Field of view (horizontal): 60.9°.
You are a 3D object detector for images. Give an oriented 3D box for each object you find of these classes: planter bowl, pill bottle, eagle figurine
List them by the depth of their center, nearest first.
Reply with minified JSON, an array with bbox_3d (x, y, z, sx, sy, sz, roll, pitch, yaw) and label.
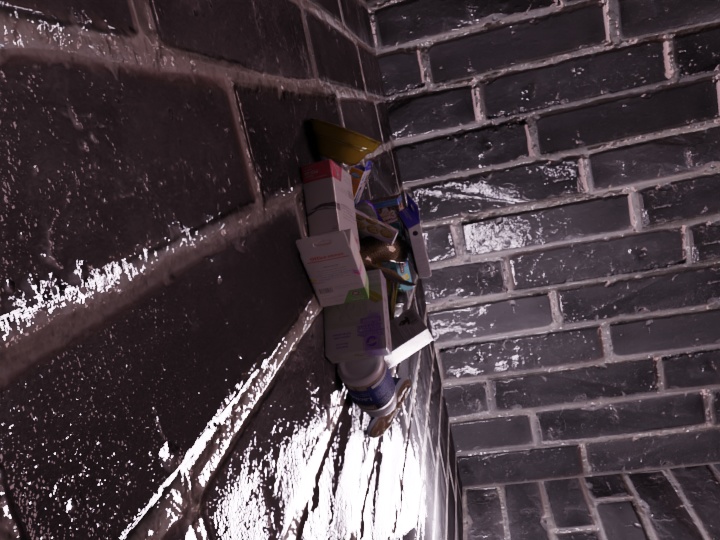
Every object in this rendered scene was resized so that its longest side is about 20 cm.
[{"bbox_3d":[0.023,0.275,1.508,0.200,0.115,0.116,66,18,-48],"label":"pill bottle"},{"bbox_3d":[0.034,-0.015,1.596,0.151,0.199,0.152,-41,118,-77],"label":"eagle figurine"},{"bbox_3d":[-0.051,-0.326,1.607,0.200,0.200,0.084,-27,137,-78],"label":"planter bowl"}]

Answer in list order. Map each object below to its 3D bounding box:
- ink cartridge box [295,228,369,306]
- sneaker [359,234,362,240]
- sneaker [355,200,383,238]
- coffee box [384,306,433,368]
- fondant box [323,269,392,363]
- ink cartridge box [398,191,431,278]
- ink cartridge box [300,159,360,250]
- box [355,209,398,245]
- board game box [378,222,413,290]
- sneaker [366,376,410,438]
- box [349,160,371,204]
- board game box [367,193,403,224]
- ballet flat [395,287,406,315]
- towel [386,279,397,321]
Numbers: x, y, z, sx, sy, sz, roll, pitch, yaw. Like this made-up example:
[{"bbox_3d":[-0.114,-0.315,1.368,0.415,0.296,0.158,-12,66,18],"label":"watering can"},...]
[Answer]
[{"bbox_3d":[-0.060,-0.019,1.351,0.067,0.117,0.200,-88,164,-49],"label":"ink cartridge box"},{"bbox_3d":[-0.026,-0.110,1.788,0.088,0.074,0.200,44,28,-11],"label":"sneaker"},{"bbox_3d":[0.027,-0.138,1.723,0.200,0.069,0.100,63,17,-46],"label":"sneaker"},{"bbox_3d":[0.088,0.196,1.654,0.080,0.200,0.114,57,2,27],"label":"coffee box"},{"bbox_3d":[-0.009,0.106,1.426,0.058,0.144,0.201,60,22,-60],"label":"fondant box"},{"bbox_3d":[0.144,-0.103,1.706,0.198,0.043,0.201,-106,-176,-71],"label":"ink cartridge box"},{"bbox_3d":[-0.070,-0.146,1.475,0.146,0.083,0.201,22,59,-71],"label":"ink cartridge box"},{"bbox_3d":[0.001,-0.127,1.578,0.042,0.200,0.039,-64,176,16],"label":"box"},{"bbox_3d":[0.080,-0.033,1.852,0.151,0.047,0.201,-11,-88,61],"label":"board game box"},{"bbox_3d":[0.047,0.372,1.705,0.200,0.108,0.070,-50,140,-35],"label":"sneaker"},{"bbox_3d":[-0.023,-0.204,1.648,0.119,0.041,0.201,-53,162,-75],"label":"box"},{"bbox_3d":[0.069,-0.129,1.973,0.097,0.159,0.201,-60,138,-72],"label":"board game box"},{"bbox_3d":[0.095,0.105,1.818,0.200,0.068,0.069,120,-30,-73],"label":"ballet flat"},{"bbox_3d":[0.048,0.061,1.729,0.200,0.023,0.144,22,-70,61],"label":"towel"}]
